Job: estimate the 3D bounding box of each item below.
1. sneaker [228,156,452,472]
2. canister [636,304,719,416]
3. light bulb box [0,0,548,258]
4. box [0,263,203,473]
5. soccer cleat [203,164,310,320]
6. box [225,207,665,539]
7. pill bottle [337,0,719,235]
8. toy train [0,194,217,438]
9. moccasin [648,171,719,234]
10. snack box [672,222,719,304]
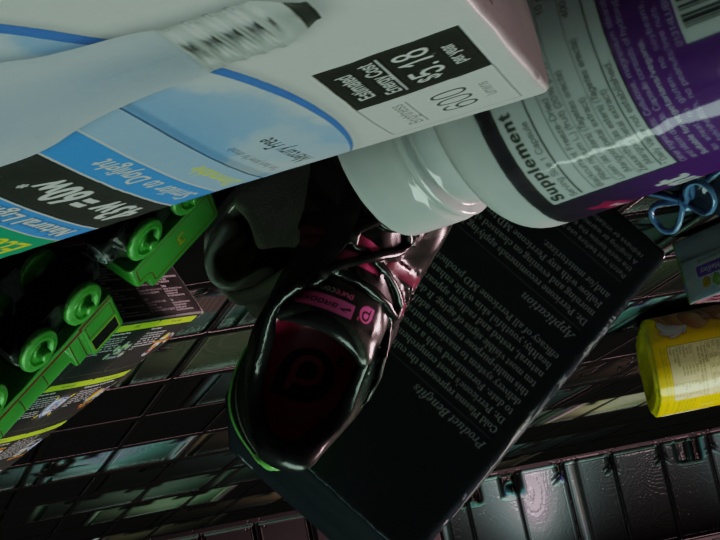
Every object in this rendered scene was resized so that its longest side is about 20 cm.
[{"bbox_3d":[0.000,0.000,0.843,0.076,0.201,0.084,16,-166,-9],"label":"sneaker"},{"bbox_3d":[0.354,0.070,1.757,0.199,0.087,0.149,-12,167,3],"label":"canister"},{"bbox_3d":[-0.081,-0.090,0.453,0.199,0.126,0.198,-16,168,14],"label":"light bulb box"},{"bbox_3d":[-0.200,0.067,1.057,0.193,0.048,0.200,-40,171,14],"label":"box"},{"bbox_3d":[-0.050,-0.011,0.979,0.086,0.070,0.200,-33,169,-23],"label":"soccer cleat"},{"bbox_3d":[0.036,0.045,1.011,0.197,0.124,0.200,-47,174,-11],"label":"box"},{"bbox_3d":[0.089,-0.080,0.713,0.199,0.112,0.111,-19,167,30],"label":"pill bottle"},{"bbox_3d":[-0.138,0.022,0.881,0.200,0.042,0.056,-48,155,-18],"label":"toy train"},{"bbox_3d":[0.189,-0.059,1.009,0.199,0.069,0.080,-11,179,0],"label":"moccasin"},{"bbox_3d":[0.342,-0.029,1.383,0.142,0.053,0.200,-4,166,-39],"label":"snack box"}]
